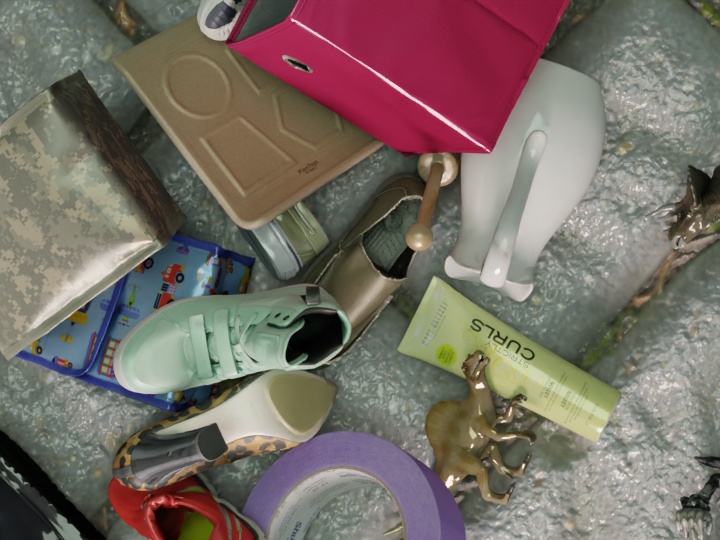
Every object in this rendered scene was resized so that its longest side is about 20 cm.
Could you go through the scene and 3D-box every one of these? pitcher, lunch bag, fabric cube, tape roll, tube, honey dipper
[{"bbox_3d":[0.140,-0.079,1.202,0.120,0.172,0.202,19,90,0],"label":"pitcher"},{"bbox_3d":[-0.276,-0.041,1.190,0.199,0.118,0.165,-34,101,13],"label":"lunch bag"},{"bbox_3d":[0.035,-0.227,1.166,0.198,0.196,0.201,31,83,-20],"label":"fabric cube"},{"bbox_3d":[-0.010,0.245,1.214,0.198,0.066,0.202,-10,65,22],"label":"tape roll"},{"bbox_3d":[0.135,0.086,1.261,0.199,0.052,0.058,29,56,10],"label":"tube"},{"bbox_3d":[0.059,-0.067,1.199,0.038,0.200,0.038,5,118,9],"label":"honey dipper"},{"bbox_3d":[-0.218,0.030,1.282,0.198,0.094,0.152,16,88,19],"label":"lunch bag"}]

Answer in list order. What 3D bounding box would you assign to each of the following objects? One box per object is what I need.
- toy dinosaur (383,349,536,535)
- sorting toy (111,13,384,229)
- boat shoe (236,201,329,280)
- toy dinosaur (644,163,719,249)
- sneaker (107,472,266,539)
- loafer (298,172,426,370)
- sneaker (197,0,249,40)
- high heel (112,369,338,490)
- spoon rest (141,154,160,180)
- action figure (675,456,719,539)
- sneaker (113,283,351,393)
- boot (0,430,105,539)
[{"bbox_3d":[0.099,0.164,1.263,0.100,0.058,0.201,26,109,14],"label":"toy dinosaur"},{"bbox_3d":[-0.098,-0.147,1.253,0.185,0.036,0.200,-36,82,-36],"label":"sorting toy"},{"bbox_3d":[-0.103,-0.087,1.283,0.062,0.072,0.201,-33,93,-16],"label":"boat shoe"},{"bbox_3d":[0.357,-0.086,1.230,0.199,0.077,0.102,-34,53,-10],"label":"toy dinosaur"},{"bbox_3d":[-0.163,0.211,1.228,0.199,0.085,0.078,18,81,43],"label":"sneaker"},{"bbox_3d":[0.000,0.000,1.255,0.075,0.070,0.201,31,90,-11],"label":"loafer"},{"bbox_3d":[-0.127,-0.306,1.267,0.129,0.080,0.200,23,74,14],"label":"sneaker"},{"bbox_3d":[-0.121,0.138,1.240,0.142,0.199,0.072,-21,88,41],"label":"high heel"},{"bbox_3d":[-0.282,-0.079,1.283,0.198,0.100,0.061,4,133,1],"label":"spoon rest"},{"bbox_3d":[0.331,0.234,1.213,0.118,0.102,0.202,14,91,17],"label":"action figure"},{"bbox_3d":[-0.105,0.057,1.159,0.199,0.118,0.074,-17,100,-13],"label":"sneaker"},{"bbox_3d":[-0.340,0.260,1.278,0.168,0.076,0.200,-43,91,-2],"label":"boot"}]
